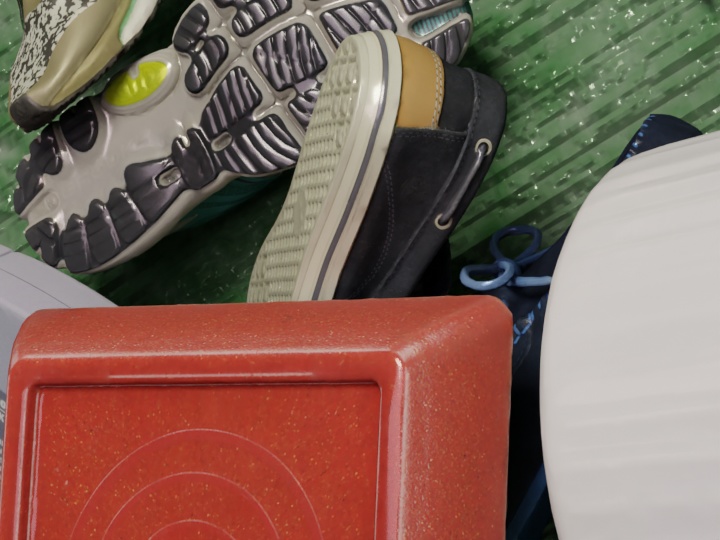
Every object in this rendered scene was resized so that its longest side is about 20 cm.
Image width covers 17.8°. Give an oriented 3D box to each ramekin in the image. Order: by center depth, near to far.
[{"bbox_3d":[0.136,0.047,0.703,0.097,0.200,0.202,-8,79,32],"label":"ramekin"}]

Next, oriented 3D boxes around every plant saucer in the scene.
[{"bbox_3d":[-0.049,0.108,0.757,0.198,0.037,0.202,-2,80,30],"label":"plant saucer"}]

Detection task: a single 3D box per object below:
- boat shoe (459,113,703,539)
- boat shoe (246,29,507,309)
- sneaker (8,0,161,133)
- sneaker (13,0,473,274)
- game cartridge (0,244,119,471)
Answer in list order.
[{"bbox_3d":[0.054,0.031,0.804,0.068,0.084,0.201,30,95,15],"label":"boat shoe"},{"bbox_3d":[0.000,0.000,0.815,0.075,0.062,0.201,-98,22,-43],"label":"boat shoe"},{"bbox_3d":[-0.122,-0.145,0.882,0.077,0.088,0.201,-31,43,46],"label":"sneaker"},{"bbox_3d":[-0.042,-0.064,0.868,0.199,0.080,0.078,-26,83,25],"label":"sneaker"},{"bbox_3d":[-0.106,0.073,0.873,0.199,0.041,0.134,33,126,26],"label":"game cartridge"}]
